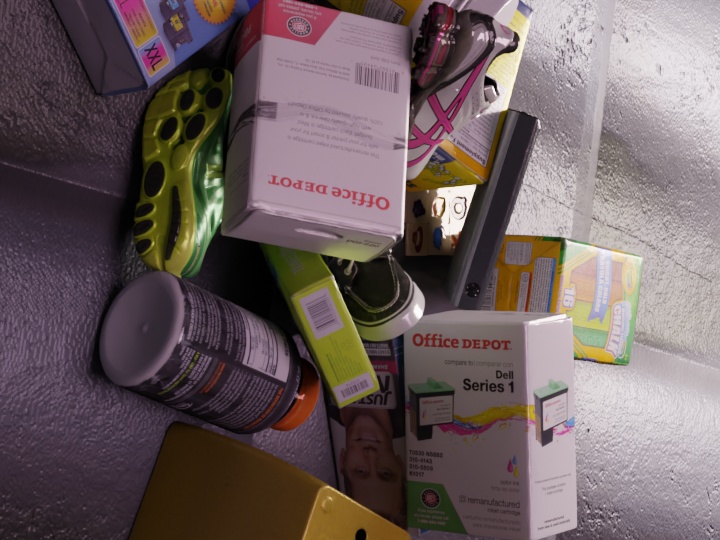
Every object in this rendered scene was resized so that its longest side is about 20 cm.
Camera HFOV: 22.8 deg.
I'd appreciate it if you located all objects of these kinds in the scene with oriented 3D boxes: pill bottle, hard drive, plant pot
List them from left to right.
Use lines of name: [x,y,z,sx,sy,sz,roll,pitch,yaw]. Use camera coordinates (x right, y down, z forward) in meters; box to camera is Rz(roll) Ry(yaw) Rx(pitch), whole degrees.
pill bottle: [-0.125,0.081,1.569,0.200,0.106,0.107,29,69,-44]
plant pot: [-0.075,0.267,1.571,0.200,0.176,0.201,36,65,-41]
pill bottle: [0.041,-0.272,1.669,0.114,0.200,0.114,-52,170,-13]
hard drive: [0.132,-0.065,1.800,0.033,0.140,0.201,18,97,-3]

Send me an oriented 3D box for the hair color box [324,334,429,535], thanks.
hair color box: [0.025,0.151,1.736,0.060,0.100,0.201,-19,104,-47]

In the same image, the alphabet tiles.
alphabet tiles: [0.091,-0.099,1.878,0.200,0.006,0.167,-1,91,-48]

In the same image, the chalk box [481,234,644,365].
chalk box: [0.222,0.034,1.930,0.200,0.124,0.125,9,87,-47]

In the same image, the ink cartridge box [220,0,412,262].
ink cartridge box: [-0.037,-0.120,1.551,0.145,0.085,0.201,11,69,-21]

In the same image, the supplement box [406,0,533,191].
supplement box: [0.078,-0.194,1.780,0.109,0.109,0.201,33,64,-38]

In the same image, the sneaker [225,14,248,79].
sneaker: [-0.085,-0.152,1.655,0.085,0.073,0.201,58,37,-70]

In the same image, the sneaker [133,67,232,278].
sneaker: [-0.154,-0.086,1.576,0.084,0.074,0.201,56,43,-65]

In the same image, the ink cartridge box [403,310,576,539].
ink cartridge box: [0.119,0.140,1.657,0.084,0.144,0.201,-4,93,-51]

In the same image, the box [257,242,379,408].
box: [-0.043,0.028,1.627,0.048,0.200,0.122,-25,114,-4]

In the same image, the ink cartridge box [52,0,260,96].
ink cartridge box: [-0.170,-0.260,1.543,0.200,0.076,0.137,-45,122,-39]

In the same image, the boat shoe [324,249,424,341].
boat shoe: [0.000,0.000,1.663,0.071,0.200,0.064,-33,119,-2]

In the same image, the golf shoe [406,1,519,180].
golf shoe: [0.078,-0.149,1.612,0.092,0.200,0.073,12,48,-11]
